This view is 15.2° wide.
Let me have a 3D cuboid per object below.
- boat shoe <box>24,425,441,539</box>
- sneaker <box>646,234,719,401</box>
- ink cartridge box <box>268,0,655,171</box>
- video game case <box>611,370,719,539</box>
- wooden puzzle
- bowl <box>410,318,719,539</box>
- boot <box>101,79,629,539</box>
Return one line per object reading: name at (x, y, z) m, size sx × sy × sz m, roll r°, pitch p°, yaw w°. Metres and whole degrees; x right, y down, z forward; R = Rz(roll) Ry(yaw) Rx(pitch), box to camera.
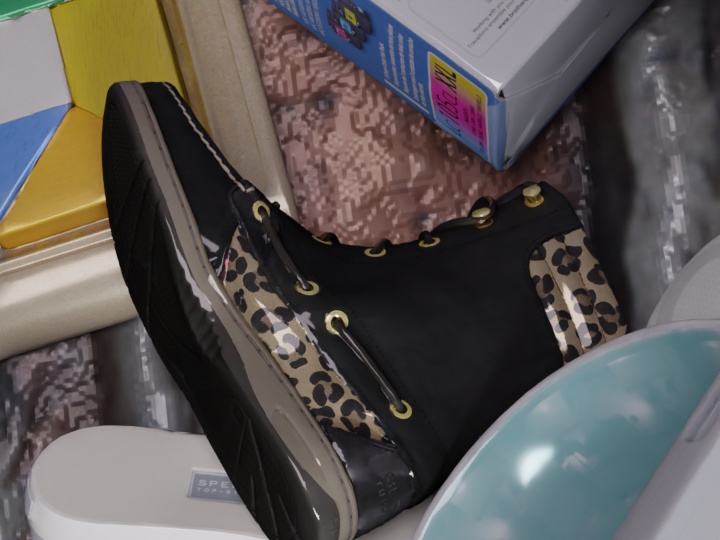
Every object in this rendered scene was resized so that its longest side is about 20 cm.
boat shoe at (-0.026, 0.111, 0.990) m, size 0.198 × 0.069 × 0.072 m, roll 5°, pitch 43°, yaw 1°
sneaker at (0.168, -0.009, 0.882) m, size 0.199 × 0.086 × 0.075 m, roll -29°, pitch 70°, yaw 29°
ink cartridge box at (0.019, -0.154, 1.032) m, size 0.200 × 0.076 × 0.137 m, roll 38°, pitch 73°, yaw 16°
video game case at (0.176, 0.088, 0.792) m, size 0.200 × 0.023 × 0.182 m, roll 49°, pitch 58°, yaw -19°
wooden puzzle at (-0.133, -0.073, 1.067) m, size 0.184 × 0.037 × 0.201 m, roll -17°, pitch 75°, yaw 4°
bowl at (0.108, 0.129, 0.883) m, size 0.200 × 0.105 × 0.202 m, roll -30°, pitch 40°, yaw 29°
boot at (0.000, 0.000, 0.993) m, size 0.150 × 0.073 × 0.201 m, roll -18°, pitch 59°, yaw -22°
